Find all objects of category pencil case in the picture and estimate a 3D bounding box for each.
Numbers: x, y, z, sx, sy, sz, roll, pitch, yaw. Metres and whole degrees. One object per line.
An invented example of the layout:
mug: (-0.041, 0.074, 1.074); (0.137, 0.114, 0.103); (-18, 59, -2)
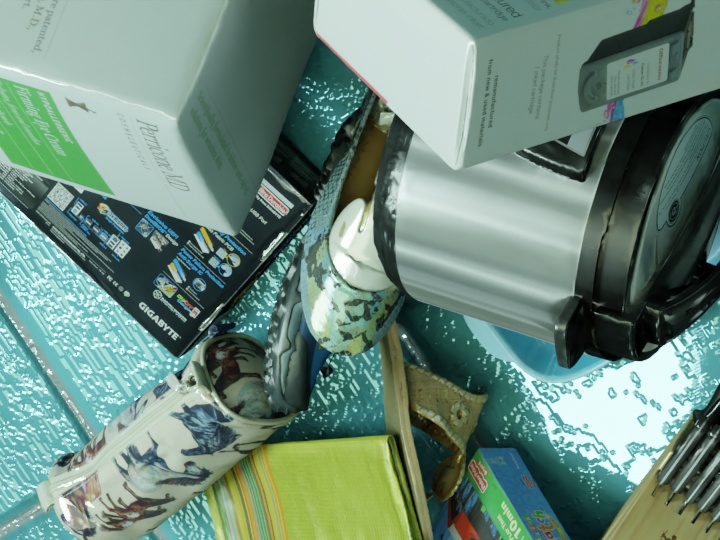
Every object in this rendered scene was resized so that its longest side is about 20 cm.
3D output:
pencil case: (-0.132, 0.115, 1.620); (0.089, 0.078, 0.200); (22, 135, -34)

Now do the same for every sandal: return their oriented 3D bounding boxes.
sandal: (0.047, 0.079, 1.558); (0.070, 0.078, 0.212); (-16, 91, -9)

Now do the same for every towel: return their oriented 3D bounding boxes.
towel: (-0.037, 0.155, 1.599); (0.200, 0.018, 0.086); (-9, 100, 49)

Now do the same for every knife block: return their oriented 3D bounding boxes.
knife block: (0.217, 0.136, 1.524); (0.064, 0.176, 0.200); (36, 163, 7)

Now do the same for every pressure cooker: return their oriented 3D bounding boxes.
pressure cooker: (0.129, -0.043, 1.373); (0.200, 0.179, 0.176); (19, 101, 22)

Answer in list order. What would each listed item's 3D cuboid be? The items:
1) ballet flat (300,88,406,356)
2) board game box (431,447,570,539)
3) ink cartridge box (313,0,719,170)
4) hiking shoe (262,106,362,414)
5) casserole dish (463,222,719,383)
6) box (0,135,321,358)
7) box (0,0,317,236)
ballet flat: (0.014, -0.049, 1.442); (0.074, 0.074, 0.200); (8, 72, 19)
board game box: (0.078, 0.239, 1.567); (0.151, 0.037, 0.200); (59, 134, 40)
ink cartridge box: (0.097, -0.146, 1.284); (0.148, 0.200, 0.086); (45, 144, 40)
hiking shoe: (0.000, 0.000, 1.494); (0.087, 0.074, 0.200); (20, 83, -3)
casserole dish: (0.151, -0.013, 1.498); (0.200, 0.039, 0.121); (-35, 94, 28)
box: (-0.140, -0.064, 1.588); (0.200, 0.046, 0.159); (43, 118, 2)
box: (-0.130, -0.159, 1.419); (0.171, 0.199, 0.200); (16, 74, 12)
